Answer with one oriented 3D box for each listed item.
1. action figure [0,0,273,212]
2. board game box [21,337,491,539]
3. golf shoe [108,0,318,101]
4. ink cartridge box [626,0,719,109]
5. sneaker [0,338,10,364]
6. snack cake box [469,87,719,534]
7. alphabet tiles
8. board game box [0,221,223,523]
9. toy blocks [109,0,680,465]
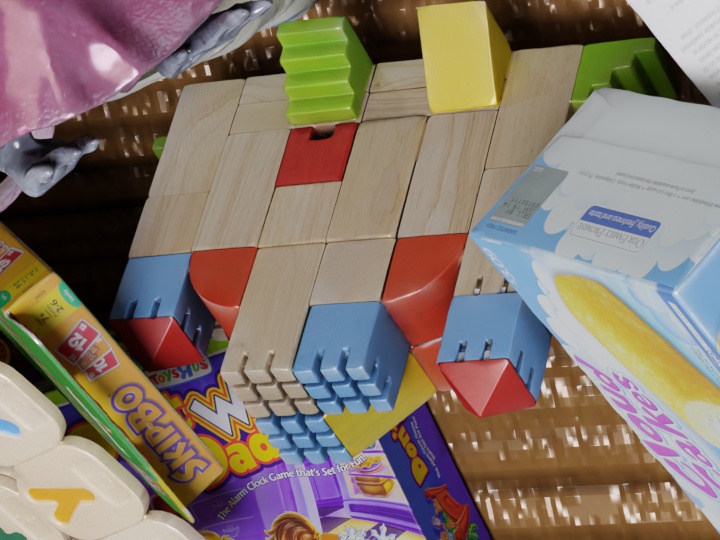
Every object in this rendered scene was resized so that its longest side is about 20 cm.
[{"bbox_3d":[-0.122,-0.133,0.926,0.200,0.134,0.149,51,143,-6],"label":"action figure"},{"bbox_3d":[-0.063,0.090,1.121,0.200,0.045,0.135,-19,104,29],"label":"board game box"},{"bbox_3d":[-0.113,-0.086,1.036,0.200,0.097,0.078,-18,106,30],"label":"golf shoe"},{"bbox_3d":[0.132,-0.092,0.862,0.200,0.050,0.109,51,146,0],"label":"ink cartridge box"},{"bbox_3d":[-0.214,-0.010,1.132,0.200,0.077,0.073,48,116,17],"label":"sneaker"},{"bbox_3d":[0.136,0.041,0.896,0.200,0.067,0.115,49,165,-25],"label":"snack cake box"},{"bbox_3d":[-0.139,0.094,1.078,0.200,0.015,0.195,43,140,-17],"label":"alphabet tiles"},{"bbox_3d":[-0.110,0.017,1.027,0.030,0.200,0.096,-41,118,-4],"label":"board game box"},{"bbox_3d":[0.000,0.000,0.983,0.200,0.137,0.100,-4,142,27],"label":"toy blocks"}]
